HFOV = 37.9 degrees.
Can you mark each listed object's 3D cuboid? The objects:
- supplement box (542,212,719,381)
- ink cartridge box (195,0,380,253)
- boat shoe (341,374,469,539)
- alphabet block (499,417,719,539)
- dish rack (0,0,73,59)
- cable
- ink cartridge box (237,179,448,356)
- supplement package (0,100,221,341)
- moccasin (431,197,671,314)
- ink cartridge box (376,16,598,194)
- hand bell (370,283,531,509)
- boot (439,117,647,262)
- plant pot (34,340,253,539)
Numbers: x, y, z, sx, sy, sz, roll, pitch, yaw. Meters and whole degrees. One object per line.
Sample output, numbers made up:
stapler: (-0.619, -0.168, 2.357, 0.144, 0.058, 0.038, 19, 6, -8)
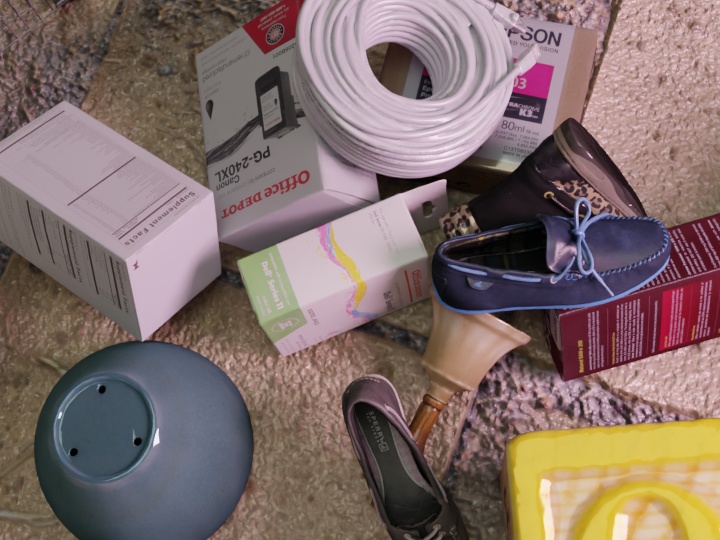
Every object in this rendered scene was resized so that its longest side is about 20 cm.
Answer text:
supplement box: (0.261, 0.021, 0.920, 0.198, 0.109, 0.061, -16, 51, 1)
ink cartridge box: (-0.072, -0.133, 0.992, 0.144, 0.083, 0.203, -22, 68, 34)
boat shoe: (0.035, 0.186, 0.892, 0.066, 0.057, 0.202, -24, 95, 12)
alphabet block: (0.214, 0.229, 0.817, 0.194, 0.200, 0.198, -7, 72, 4)
dish rack: (-0.401, -0.308, 1.129, 0.199, 0.055, 0.154, -39, 74, -7)
cable: (0.037, -0.181, 0.921, 0.199, 0.069, 0.201, 35, 64, -1)
ink cartridge box: (0.000, 0.000, 0.955, 0.198, 0.117, 0.068, -23, 70, -1)
supplement package: (-0.239, -0.048, 0.969, 0.199, 0.110, 0.114, 32, 54, 24)
moccasin: (0.156, -0.008, 0.855, 0.197, 0.069, 0.081, -15, 50, 3)
ink cartridge box: (0.117, -0.163, 1.016, 0.197, 0.075, 0.167, 11, 75, 10)
hand bell: (0.063, 0.125, 0.939, 0.103, 0.104, 0.202, 27, 89, 14)
boot: (0.176, -0.032, 0.939, 0.150, 0.200, 0.074, -32, 45, 19)
plant pot: (-0.204, 0.149, 0.923, 0.197, 0.135, 0.203, -2, 72, 5)
